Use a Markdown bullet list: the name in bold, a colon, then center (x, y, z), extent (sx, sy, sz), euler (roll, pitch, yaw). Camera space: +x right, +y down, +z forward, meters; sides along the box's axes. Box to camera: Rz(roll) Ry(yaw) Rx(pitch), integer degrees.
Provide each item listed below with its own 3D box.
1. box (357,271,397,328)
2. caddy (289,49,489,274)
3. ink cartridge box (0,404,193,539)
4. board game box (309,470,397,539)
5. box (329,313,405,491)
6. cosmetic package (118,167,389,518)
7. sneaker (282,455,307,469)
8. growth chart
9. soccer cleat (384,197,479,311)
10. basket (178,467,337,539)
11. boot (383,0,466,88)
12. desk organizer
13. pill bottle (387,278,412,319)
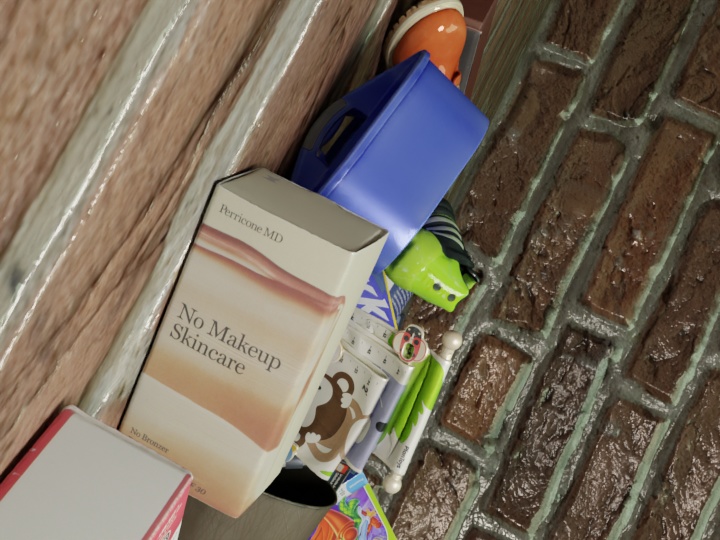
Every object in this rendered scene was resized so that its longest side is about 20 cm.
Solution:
- **box**: center (-0.006, 0.043, 0.938), extent (0.064, 0.070, 0.200), euler (98, -19, -71)
- **caddy**: center (0.005, -0.084, 0.849), extent (0.200, 0.105, 0.141), euler (-54, -168, -21)
- **ink cartridge box**: center (-0.170, 0.195, 0.591), extent (0.145, 0.083, 0.200), euler (-58, 172, -43)
- **board game box**: center (-0.066, 0.304, 1.158), extent (0.200, 0.135, 0.045), euler (-32, -150, -12)
- **box**: center (-0.017, 0.146, 1.106), extent (0.137, 0.038, 0.200), euler (118, -4, -47)
- **cosmetic package**: center (-0.073, 0.046, 0.716), extent (0.200, 0.103, 0.087), euler (-67, 171, 17)
- **sneaker**: center (-0.064, 0.108, 0.893), extent (0.202, 0.077, 0.146), euler (92, -12, -58)
- **growth chart**: center (-0.037, 0.075, 0.769), extent (0.018, 0.200, 0.145), euler (-14, 123, -64)
- **soccer cleat**: center (0.063, -0.013, 0.938), extent (0.068, 0.081, 0.200), euler (-49, -176, 17)
- **basket**: center (-0.132, 0.231, 0.850), extent (0.200, 0.136, 0.180), euler (-59, 150, 3)
- **boot**: center (0.067, -0.155, 0.987), extent (0.075, 0.107, 0.200), euler (-16, 151, -20)
- **desk organizer**: center (0.079, -0.194, 1.094), extent (0.200, 0.072, 0.077), euler (102, 12, -51)
- **pill bottle**: center (0.000, 0.000, 1.056), extent (0.200, 0.111, 0.111), euler (-57, 172, -24)
